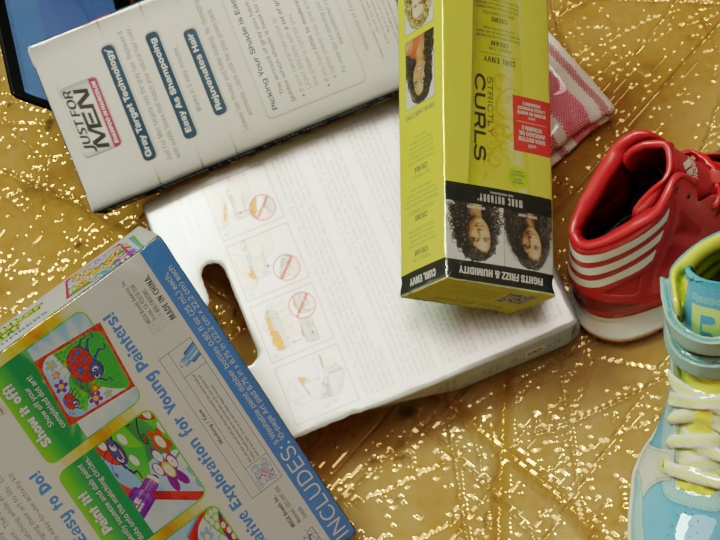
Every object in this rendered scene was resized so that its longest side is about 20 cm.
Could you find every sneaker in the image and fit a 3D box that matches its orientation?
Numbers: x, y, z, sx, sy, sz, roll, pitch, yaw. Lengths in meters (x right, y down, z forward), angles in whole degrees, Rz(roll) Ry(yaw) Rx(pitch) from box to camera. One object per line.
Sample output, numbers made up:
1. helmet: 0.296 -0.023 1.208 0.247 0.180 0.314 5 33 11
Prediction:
1. sneaker: 0.201 -0.040 1.282 0.200 0.116 0.078 -31 60 -8
2. sneaker: 0.175 0.068 1.209 0.079 0.131 0.201 11 70 22

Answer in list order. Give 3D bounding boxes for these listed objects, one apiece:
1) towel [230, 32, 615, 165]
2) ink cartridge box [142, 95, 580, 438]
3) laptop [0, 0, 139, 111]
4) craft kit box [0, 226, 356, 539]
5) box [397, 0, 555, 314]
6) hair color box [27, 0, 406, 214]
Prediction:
1. towel: 0.031 -0.089 1.373 0.200 0.030 0.146 -38 77 -12
2. ink cartridge box: 0.000 0.000 1.314 0.199 0.047 0.161 -22 76 -2
3. laptop: -0.116 -0.173 1.425 0.199 0.103 0.178 -17 59 0
4. craft kit box: -0.134 0.115 1.218 0.197 0.200 0.048 -37 19 -14
5. box: 0.062 -0.081 1.269 0.075 0.050 0.201 10 71 -29
6. hair color box: -0.073 -0.114 1.318 0.199 0.061 0.100 -22 91 -1
